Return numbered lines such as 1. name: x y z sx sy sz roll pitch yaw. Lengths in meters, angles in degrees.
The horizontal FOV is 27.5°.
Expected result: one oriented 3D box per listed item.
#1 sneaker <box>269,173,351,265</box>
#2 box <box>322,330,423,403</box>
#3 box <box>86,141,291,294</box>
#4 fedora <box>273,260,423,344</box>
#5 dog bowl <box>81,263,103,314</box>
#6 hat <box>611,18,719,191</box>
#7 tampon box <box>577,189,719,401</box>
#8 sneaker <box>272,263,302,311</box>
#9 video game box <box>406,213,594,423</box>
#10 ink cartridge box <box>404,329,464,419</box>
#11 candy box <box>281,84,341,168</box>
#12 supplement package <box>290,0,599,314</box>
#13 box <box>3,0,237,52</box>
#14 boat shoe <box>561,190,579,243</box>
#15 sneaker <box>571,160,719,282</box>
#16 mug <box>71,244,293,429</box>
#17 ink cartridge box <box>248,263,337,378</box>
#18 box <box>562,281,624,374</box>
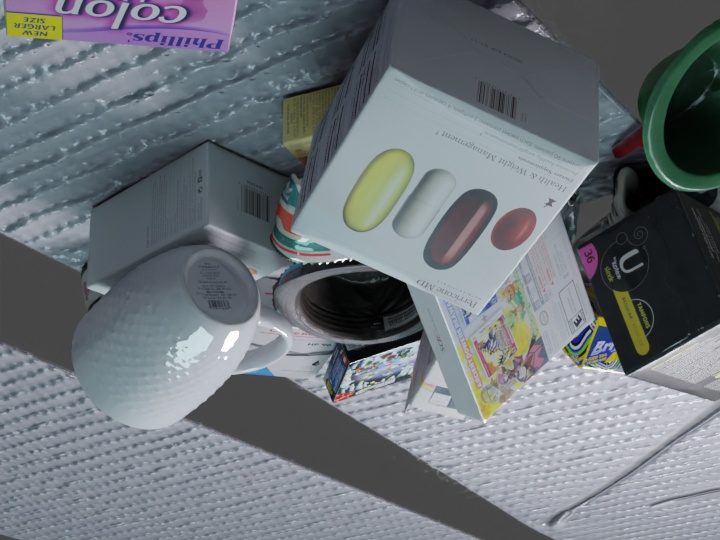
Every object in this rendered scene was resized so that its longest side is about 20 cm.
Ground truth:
1. sneaker: 0.013 -0.066 1.400 0.199 0.070 0.094 -8 131 -21
2. box: 0.059 0.097 1.834 0.200 0.040 0.137 -17 159 -17
3. box: -0.178 -0.038 1.546 0.200 0.098 0.124 -24 147 38
4. fedora: 0.000 0.000 1.509 0.177 0.090 0.200 -10 153 14
5. dog bowl: -0.232 0.043 1.741 0.200 0.074 0.200 -1 154 0
6. hat: 0.286 -0.178 1.373 0.165 0.176 0.200 21 109 -35
7. tampon box: 0.341 0.031 1.500 0.126 0.150 0.200 -33 148 29
8. sneaker: -0.002 0.029 1.692 0.200 0.079 0.095 2 -175 -28
9. video game box: 0.137 0.017 1.452 0.047 0.182 0.200 11 132 47
10. ink cartridge box: 0.105 0.086 1.609 0.067 0.117 0.200 15 155 -3
11. candy box: 0.039 -0.137 1.398 0.200 0.055 0.115 -12 153 20
12. supplement package: 0.072 -0.105 1.257 0.191 0.147 0.200 23 132 -11
13. box: -0.173 -0.260 1.082 0.176 0.097 0.200 3 155 -10
14. boat shoe: 0.199 -0.071 1.566 0.062 0.073 0.200 -41 152 -18
15. sneaker: 0.276 -0.059 1.550 0.199 0.080 0.129 -23 146 37
16. mug: -0.162 0.062 1.476 0.200 0.148 0.175 15 142 -33
17. ink cartridge box: -0.086 0.063 1.796 0.116 0.068 0.200 5 153 -16
18. box: 0.239 0.042 1.634 0.070 0.200 0.064 10 109 -23
